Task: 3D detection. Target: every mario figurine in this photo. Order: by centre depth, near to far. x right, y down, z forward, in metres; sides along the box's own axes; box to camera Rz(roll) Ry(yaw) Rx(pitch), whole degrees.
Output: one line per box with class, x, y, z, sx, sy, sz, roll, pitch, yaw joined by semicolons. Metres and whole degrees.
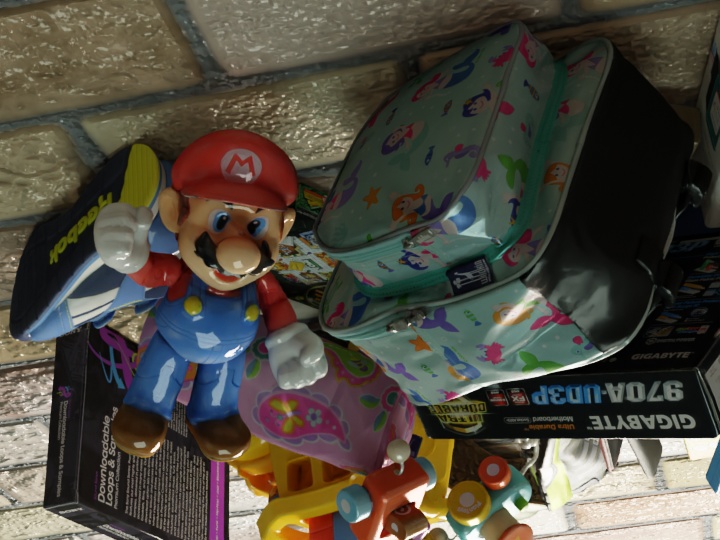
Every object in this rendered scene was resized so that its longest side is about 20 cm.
mario figurine;-0.083;0.020;0.775;0.123;0.106;0.201;-18;129;-51

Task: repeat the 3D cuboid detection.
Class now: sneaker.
sneaker;-0.156;-0.003;0.878;0.082;0.074;0.200;17;147;-37
sneaker;0.179;0.136;1.194;0.081;0.074;0.200;-24;151;-2
sneaker;0.092;0.203;1.288;0.200;0.067;0.090;20;139;-41

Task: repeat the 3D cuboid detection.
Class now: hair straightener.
hair straightener;0.218;0.097;1.095;0.077;0.041;0.200;8;139;27

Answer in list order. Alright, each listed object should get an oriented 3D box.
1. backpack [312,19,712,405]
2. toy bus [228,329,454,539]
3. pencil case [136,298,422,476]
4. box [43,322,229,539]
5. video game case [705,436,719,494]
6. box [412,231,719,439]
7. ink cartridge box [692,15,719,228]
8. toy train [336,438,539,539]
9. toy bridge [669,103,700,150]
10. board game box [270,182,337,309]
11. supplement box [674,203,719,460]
backpack;0.063;-0.023;0.761;0.150;0.178;0.200;36;143;-18
toy bus;-0.021;0.162;1.069;0.135;0.193;0.200;21;149;-40
pencil case;-0.053;0.074;0.950;0.199;0.088;0.088;18;155;14
box;-0.164;0.138;1.064;0.036;0.144;0.200;-14;149;22
video game case;0.329;0.075;0.919;0.199;0.018;0.143;-20;147;-11
box;0.147;0.037;0.821;0.199;0.159;0.046;-7;115;41
ink cartridge box;0.250;-0.102;0.745;0.116;0.068;0.200;-4;152;1
toy train;0.066;0.166;0.947;0.199;0.056;0.151;-14;137;-39
toy bridge;0.151;-0.043;0.878;0.067;0.027;0.200;9;154;-2
board game box;0.000;0.000;0.952;0.200;0.024;0.105;22;141;-39
supplement box;0.263;0.043;0.970;0.108;0.110;0.200;-11;151;14
